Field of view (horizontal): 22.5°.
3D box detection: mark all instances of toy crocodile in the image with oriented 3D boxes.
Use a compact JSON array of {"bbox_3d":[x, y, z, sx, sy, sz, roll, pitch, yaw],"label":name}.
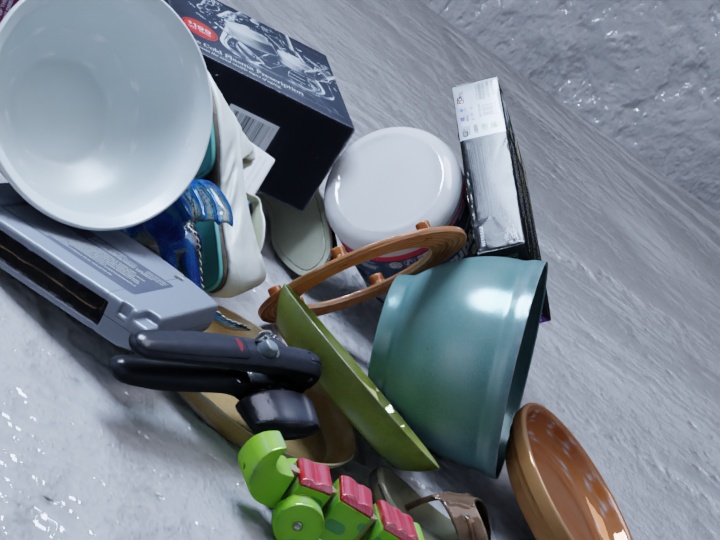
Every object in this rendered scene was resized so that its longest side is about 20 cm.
[{"bbox_3d":[-0.009,0.183,1.336,0.200,0.062,0.068,33,17,-20],"label":"toy crocodile"}]

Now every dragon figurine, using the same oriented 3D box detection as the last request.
[{"bbox_3d":[-0.147,-0.043,1.491,0.059,0.100,0.200,7,34,-52],"label":"dragon figurine"}]

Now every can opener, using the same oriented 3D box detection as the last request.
[{"bbox_3d":[-0.101,0.072,1.341,0.200,0.063,0.079,20,25,-47],"label":"can opener"}]

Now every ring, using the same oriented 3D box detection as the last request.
[{"bbox_3d":[0.000,0.000,1.615,0.200,0.200,0.019,1,64,-64],"label":"ring"}]

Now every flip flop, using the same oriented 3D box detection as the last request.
[{"bbox_3d":[0.090,0.216,1.462,0.200,0.058,0.081,36,17,-7],"label":"flip flop"}]

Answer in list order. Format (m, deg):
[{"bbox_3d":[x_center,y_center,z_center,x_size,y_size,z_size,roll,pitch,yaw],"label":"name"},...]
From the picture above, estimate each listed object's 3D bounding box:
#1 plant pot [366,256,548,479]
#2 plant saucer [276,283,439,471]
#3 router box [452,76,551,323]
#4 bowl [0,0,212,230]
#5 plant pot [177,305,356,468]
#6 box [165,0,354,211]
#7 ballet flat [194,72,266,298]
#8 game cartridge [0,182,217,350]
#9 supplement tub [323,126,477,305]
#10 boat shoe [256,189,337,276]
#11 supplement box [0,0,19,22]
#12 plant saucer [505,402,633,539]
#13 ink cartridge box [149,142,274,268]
[{"bbox_3d":[0.083,0.076,1.635,0.133,0.201,0.200,13,14,9],"label":"plant pot"},{"bbox_3d":[-0.010,0.096,1.499,0.200,0.031,0.200,50,-1,1],"label":"plant saucer"},{"bbox_3d":[0.138,-0.064,1.767,0.149,0.051,0.201,64,17,-55],"label":"router box"},{"bbox_3d":[-0.224,-0.130,1.431,0.201,0.202,0.090,27,-16,-33],"label":"bowl"},{"bbox_3d":[-0.090,0.096,1.458,0.200,0.028,0.200,35,18,-13],"label":"plant pot"},{"bbox_3d":[-0.127,-0.177,1.780,0.199,0.104,0.182,25,21,-24],"label":"box"},{"bbox_3d":[-0.117,-0.074,1.554,0.069,0.069,0.201,8,71,-59],"label":"ballet flat"},{"bbox_3d":[-0.213,-0.006,1.398,0.200,0.042,0.133,32,12,17],"label":"game cartridge"},{"bbox_3d":[0.054,-0.039,1.818,0.140,0.140,0.200,49,-5,32],"label":"supplement tub"},{"bbox_3d":[-0.056,-0.053,1.843,0.068,0.072,0.200,38,15,-36],"label":"boat shoe"},{"bbox_3d":[-0.373,-0.277,1.649,0.199,0.104,0.131,23,19,-7],"label":"supplement box"},{"bbox_3d":[0.188,0.214,1.626,0.200,0.037,0.200,51,18,-24],"label":"plant saucer"},{"bbox_3d":[-0.191,-0.102,1.601,0.200,0.067,0.116,35,57,-11],"label":"ink cartridge box"}]
